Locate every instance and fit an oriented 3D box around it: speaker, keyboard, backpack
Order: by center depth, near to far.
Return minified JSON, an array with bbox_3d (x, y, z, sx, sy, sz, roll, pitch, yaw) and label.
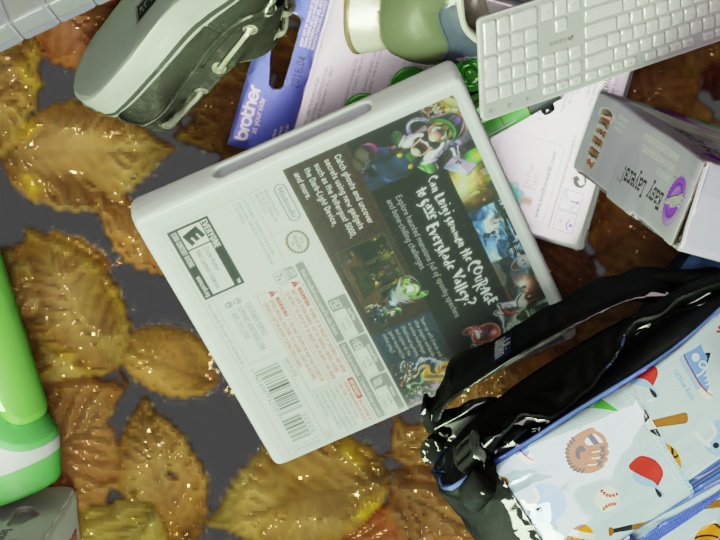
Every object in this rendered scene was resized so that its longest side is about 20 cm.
[{"bbox_3d":[0.140,0.084,1.404,0.190,0.200,0.154,-40,98,0],"label":"backpack"},{"bbox_3d":[0.141,-0.130,1.462,0.200,0.011,0.056,-20,127,-29],"label":"keyboard"},{"bbox_3d":[-0.224,0.026,1.516,0.088,0.088,0.200,-16,98,4],"label":"speaker"}]

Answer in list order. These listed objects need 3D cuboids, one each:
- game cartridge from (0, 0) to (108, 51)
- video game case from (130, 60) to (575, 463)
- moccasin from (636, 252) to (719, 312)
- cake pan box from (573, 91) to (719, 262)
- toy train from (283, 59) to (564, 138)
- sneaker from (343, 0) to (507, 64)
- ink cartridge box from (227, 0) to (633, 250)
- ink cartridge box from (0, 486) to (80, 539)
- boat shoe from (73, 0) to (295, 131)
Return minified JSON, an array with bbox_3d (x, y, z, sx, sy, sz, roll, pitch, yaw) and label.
[{"bbox_3d":[-0.193,-0.214,1.467,0.129,0.038,0.200,-26,71,9],"label":"game cartridge"},{"bbox_3d":[0.000,0.000,1.488,0.182,0.023,0.200,-23,131,5],"label":"video game case"},{"bbox_3d":[0.160,0.072,1.525,0.080,0.068,0.200,34,95,-4],"label":"moccasin"},{"bbox_3d":[0.220,-0.028,1.425,0.184,0.200,0.052,14,101,-12],"label":"cake pan box"},{"bbox_3d":[0.019,-0.070,1.482,0.200,0.042,0.056,-28,109,5],"label":"toy train"},{"bbox_3d":[0.049,-0.198,1.419,0.090,0.067,0.201,13,111,17],"label":"sneaker"},{"bbox_3d":[0.040,-0.096,1.515,0.200,0.042,0.120,15,100,-4],"label":"ink cartridge box"},{"bbox_3d":[-0.194,0.229,1.517,0.083,0.147,0.200,-3,98,3],"label":"ink cartridge box"},{"bbox_3d":[-0.070,-0.144,1.470,0.064,0.071,0.200,25,134,-29],"label":"boat shoe"}]
